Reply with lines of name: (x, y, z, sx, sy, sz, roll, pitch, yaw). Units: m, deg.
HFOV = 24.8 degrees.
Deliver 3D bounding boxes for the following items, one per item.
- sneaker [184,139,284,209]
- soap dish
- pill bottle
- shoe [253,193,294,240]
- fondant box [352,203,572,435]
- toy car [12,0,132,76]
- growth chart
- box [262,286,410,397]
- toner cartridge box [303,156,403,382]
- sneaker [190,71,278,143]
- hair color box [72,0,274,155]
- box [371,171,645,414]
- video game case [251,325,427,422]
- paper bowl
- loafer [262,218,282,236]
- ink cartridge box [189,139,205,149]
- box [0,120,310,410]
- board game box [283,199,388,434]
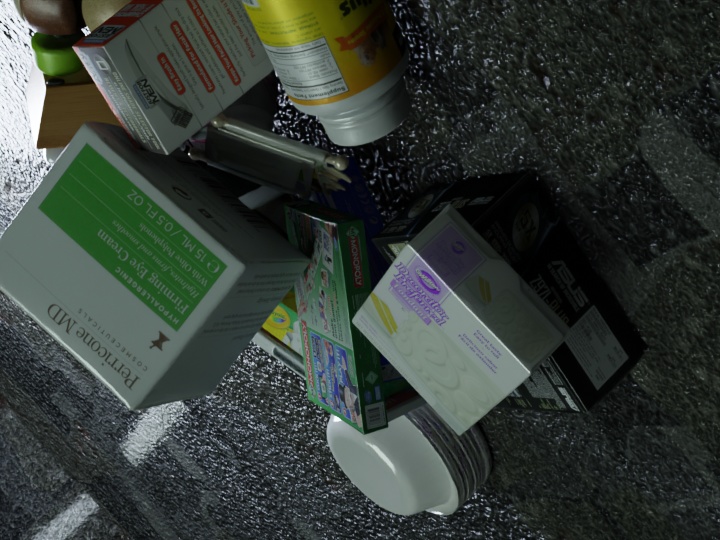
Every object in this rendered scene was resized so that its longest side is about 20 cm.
sneaker: (-0.157, -0.103, 1.675, 0.199, 0.073, 0.112, -22, 94, 31)
soap dish: (-0.257, -0.177, 1.656, 0.200, 0.157, 0.082, -123, 29, -65)
pill bottle: (-0.029, -0.204, 1.340, 0.109, 0.109, 0.200, 19, 143, 48)
shoe: (-0.068, -0.033, 1.708, 0.200, 0.053, 0.070, 44, 152, 27)
fondant box: (0.080, 0.047, 1.387, 0.144, 0.058, 0.200, 46, 155, 5)
toy car: (-0.210, -0.259, 1.532, 0.199, 0.158, 0.165, 24, 138, 25)
growth chart: (-0.083, -0.099, 1.496, 0.144, 0.018, 0.200, 20, 170, -8)
box: (-0.020, 0.055, 1.712, 0.200, 0.117, 0.049, 31, 124, 31)
toner cartridge box: (0.000, 0.000, 1.566, 0.095, 0.043, 0.201, 113, 140, -54)
sneaker: (-0.117, -0.166, 1.598, 0.200, 0.081, 0.089, -174, 90, -75)
hair color box: (-0.133, -0.203, 1.406, 0.064, 0.200, 0.111, 12, 138, 53)
box: (0.129, 0.022, 1.444, 0.200, 0.086, 0.164, 55, 155, -15)
video game case: (-0.010, 0.087, 1.725, 0.200, 0.143, 0.018, 33, 125, 30)
paper bowl: (0.042, 0.193, 1.836, 0.200, 0.104, 0.201, 38, 153, 23)
loafer: (-0.136, -0.015, 1.724, 0.076, 0.068, 0.200, 41, 146, -13)
ink cartridge box: (-0.247, -0.062, 1.813, 0.084, 0.200, 0.146, 30, 151, 33)
box: (-0.190, -0.005, 1.479, 0.199, 0.172, 0.200, 40, -170, 11)
board game box: (-0.024, 0.041, 1.549, 0.134, 0.029, 0.201, -156, 56, -64)
